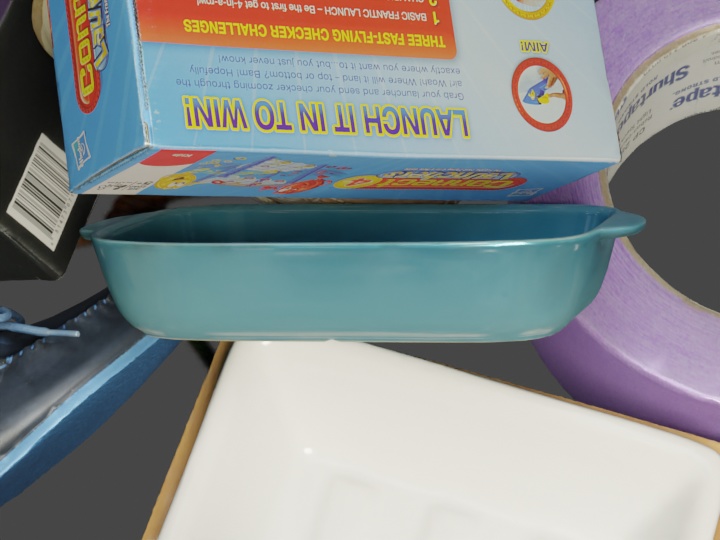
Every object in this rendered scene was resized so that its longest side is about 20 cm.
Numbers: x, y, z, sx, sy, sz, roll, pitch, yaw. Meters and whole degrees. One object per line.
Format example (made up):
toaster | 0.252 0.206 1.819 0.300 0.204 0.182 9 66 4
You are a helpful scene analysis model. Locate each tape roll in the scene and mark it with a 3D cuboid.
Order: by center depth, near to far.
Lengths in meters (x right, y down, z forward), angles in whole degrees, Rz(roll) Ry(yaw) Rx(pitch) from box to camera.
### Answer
tape roll | 0.157 -0.023 0.969 0.200 0.066 0.200 0 62 0

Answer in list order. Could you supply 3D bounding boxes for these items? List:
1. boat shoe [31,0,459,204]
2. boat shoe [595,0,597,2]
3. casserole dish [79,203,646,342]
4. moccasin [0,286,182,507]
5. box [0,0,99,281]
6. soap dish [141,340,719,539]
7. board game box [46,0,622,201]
boat shoe | -0.028 -0.060 0.932 0.069 0.200 0.074 29 95 54
boat shoe | 0.060 -0.124 1.028 0.200 0.068 0.072 -33 67 -16
casserole dish | 0.000 0.000 0.881 0.200 0.121 0.039 1 97 14
moccasin | -0.145 0.049 0.931 0.200 0.080 0.068 -38 80 -19
box | -0.149 -0.096 0.976 0.141 0.079 0.200 -5 54 42
soap dish | 0.024 0.113 0.899 0.200 0.081 0.157 15 64 9
board game box | -0.015 -0.126 0.873 0.200 0.056 0.196 0 76 -35
